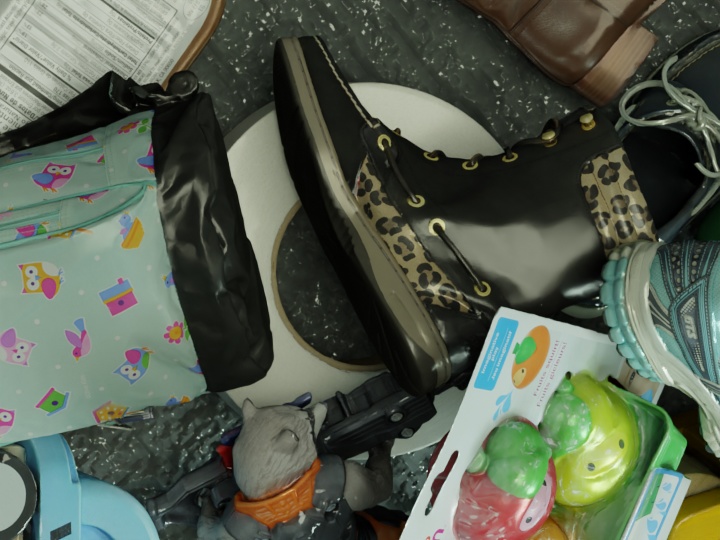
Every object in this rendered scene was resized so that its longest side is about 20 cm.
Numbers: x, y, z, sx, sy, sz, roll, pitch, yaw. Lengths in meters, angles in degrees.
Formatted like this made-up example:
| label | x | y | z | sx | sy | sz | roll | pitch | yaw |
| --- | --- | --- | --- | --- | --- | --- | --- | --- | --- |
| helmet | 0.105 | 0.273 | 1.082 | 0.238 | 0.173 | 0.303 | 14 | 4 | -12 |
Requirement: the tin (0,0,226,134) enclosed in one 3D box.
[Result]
| label | x | y | z | sx | sy | sz | roll | pitch | yaw |
| --- | --- | --- | --- | --- | --- | --- | --- | --- | --- |
| tin | -0.150 | -0.114 | 1.492 | 0.112 | 0.042 | 0.200 | 36 | 83 | -11 |

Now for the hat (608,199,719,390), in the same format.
| label | x | y | z | sx | sy | sz | roll | pitch | yaw |
| --- | --- | --- | --- | --- | --- | --- | --- | --- | --- |
| hat | 0.189 | -0.015 | 1.573 | 0.176 | 0.200 | 0.166 | 4 | 121 | 14 |

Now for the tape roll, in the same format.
| label | x | y | z | sx | sy | sz | roll | pitch | yaw |
| --- | --- | --- | --- | --- | --- | --- | --- | --- | --- |
| tape roll | 0.000 | 0.000 | 1.542 | 0.202 | 0.037 | 0.203 | -1 | 94 | -17 |

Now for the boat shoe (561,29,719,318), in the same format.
| label | x | y | z | sx | sy | sz | roll | pitch | yaw |
| --- | --- | --- | --- | --- | --- | --- | --- | --- | --- |
| boat shoe | 0.163 | -0.062 | 1.555 | 0.075 | 0.062 | 0.200 | 41 | 66 | 4 |

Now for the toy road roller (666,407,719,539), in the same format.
| label | x | y | z | sx | sy | sz | roll | pitch | yaw |
| --- | --- | --- | --- | --- | --- | --- | --- | --- | --- |
| toy road roller | 0.224 | 0.151 | 1.578 | 0.200 | 0.123 | 0.146 | -13 | 108 | -16 |

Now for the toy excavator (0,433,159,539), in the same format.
| label | x | y | z | sx | sy | sz | roll | pitch | yaw |
| --- | --- | --- | --- | --- | --- | --- | --- | --- | --- |
| toy excavator | -0.131 | 0.169 | 1.490 | 0.200 | 0.100 | 0.195 | -2 | 95 | -25 |

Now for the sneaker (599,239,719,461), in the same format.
| label | x | y | z | sx | sy | sz | roll | pitch | yaw |
| --- | --- | --- | --- | --- | --- | --- | --- | --- | --- |
| sneaker | 0.206 | 0.052 | 1.433 | 0.200 | 0.086 | 0.078 | 37 | 56 | -36 |

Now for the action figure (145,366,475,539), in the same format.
| label | x | y | z | sx | sy | sz | roll | pitch | yaw |
| --- | --- | --- | --- | --- | --- | --- | --- | --- | --- |
| action figure | 0.004 | 0.124 | 1.488 | 0.200 | 0.105 | 0.194 | -33 | 131 | 8 |

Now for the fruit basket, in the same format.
| label | x | y | z | sx | sy | sz | roll | pitch | yaw |
| --- | --- | --- | --- | --- | --- | --- | --- | --- | --- |
| fruit basket | 0.084 | 0.115 | 1.422 | 0.094 | 0.200 | 0.185 | 25 | 95 | 25 |

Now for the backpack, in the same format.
| label | x | y | z | sx | sy | sz | roll | pitch | yaw |
| --- | --- | --- | --- | --- | --- | --- | --- | --- | --- |
| backpack | -0.153 | 0.005 | 1.419 | 0.200 | 0.127 | 0.167 | -12 | 114 | 2 |

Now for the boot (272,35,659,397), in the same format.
| label | x | y | z | sx | sy | sz | roll | pitch | yaw |
| --- | --- | --- | --- | --- | --- | --- | --- | --- | --- |
| boot | 0.051 | -0.048 | 1.470 | 0.150 | 0.073 | 0.200 | -21 | 67 | -12 |

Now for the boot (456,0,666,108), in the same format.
| label | x | y | z | sx | sy | sz | roll | pitch | yaw |
| --- | --- | --- | --- | --- | --- | --- | --- | --- | --- |
| boot | 0.097 | -0.213 | 1.551 | 0.200 | 0.064 | 0.187 | 34 | 81 | -11 |
